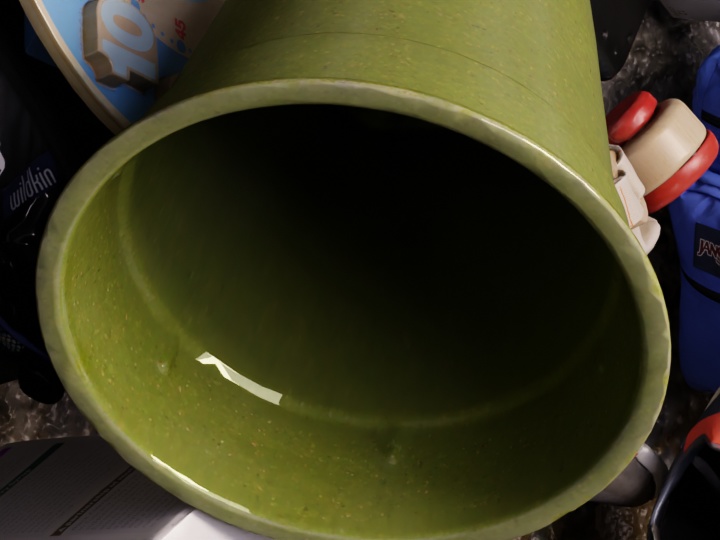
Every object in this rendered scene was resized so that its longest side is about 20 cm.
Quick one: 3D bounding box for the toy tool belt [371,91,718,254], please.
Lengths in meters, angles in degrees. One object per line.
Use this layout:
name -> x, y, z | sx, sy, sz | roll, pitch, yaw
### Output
toy tool belt -> 0.053, -0.036, 1.006 | 0.123, 0.125, 0.200 | 48, 55, -8

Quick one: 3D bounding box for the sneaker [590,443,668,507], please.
sneaker -> 0.051, 0.087, 1.164 | 0.200, 0.077, 0.082 | 21, 87, -29

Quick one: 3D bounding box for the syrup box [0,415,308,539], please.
syrup box -> -0.089, 0.112, 0.949 | 0.081, 0.200, 0.079 | -41, 109, -35

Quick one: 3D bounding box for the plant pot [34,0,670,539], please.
plant pot -> 0.011, -0.040, 0.854 | 0.200, 0.200, 0.190 | 45, 36, -26

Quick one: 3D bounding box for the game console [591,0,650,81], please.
game console -> 0.110, -0.216, 1.233 | 0.200, 0.031, 0.177 | 49, 58, -49

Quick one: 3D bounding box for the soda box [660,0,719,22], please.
soda box -> 0.150, -0.191, 1.215 | 0.200, 0.064, 0.068 | 37, 67, -53

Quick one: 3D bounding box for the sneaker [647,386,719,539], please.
sneaker -> 0.158, 0.145, 1.181 | 0.085, 0.075, 0.200 | -39, 143, -59

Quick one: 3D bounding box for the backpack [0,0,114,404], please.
backpack -> -0.170, -0.068, 0.936 | 0.200, 0.147, 0.183 | 52, 42, -24

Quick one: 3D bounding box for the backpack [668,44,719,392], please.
backpack -> 0.238, -0.027, 1.226 | 0.168, 0.162, 0.200 | -26, 123, -38

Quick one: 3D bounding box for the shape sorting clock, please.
shape sorting clock -> -0.068, -0.127, 0.937 | 0.200, 0.039, 0.200 | 28, 52, -43
